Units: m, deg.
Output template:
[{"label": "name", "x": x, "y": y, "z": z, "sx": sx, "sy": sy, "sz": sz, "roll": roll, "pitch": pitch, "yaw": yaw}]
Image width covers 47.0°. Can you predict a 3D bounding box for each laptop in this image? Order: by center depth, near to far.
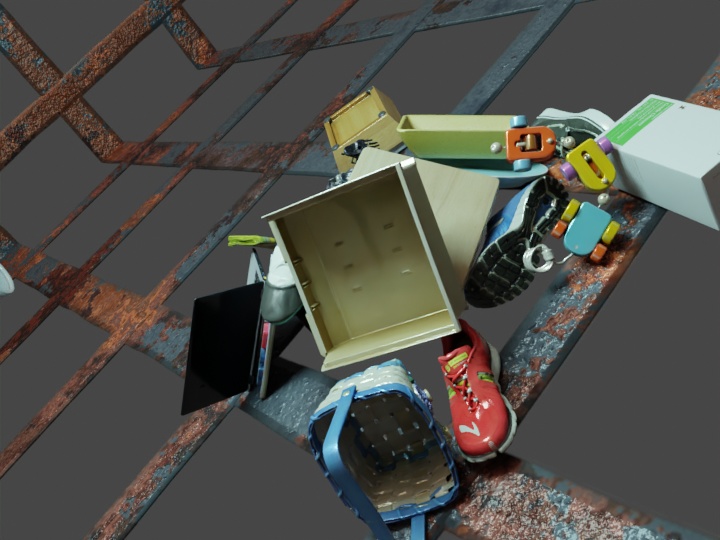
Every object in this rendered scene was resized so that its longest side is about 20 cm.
[{"label": "laptop", "x": -0.211, "y": 0.086, "z": 1.251, "sx": 0.200, "sy": 0.115, "sz": 0.189, "roll": -121, "pitch": 39, "yaw": -61}]

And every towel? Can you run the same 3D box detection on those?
[{"label": "towel", "x": -0.114, "y": -0.037, "z": 1.363, "sx": 0.086, "sy": 0.199, "sz": 0.018, "roll": 3, "pitch": 87, "yaw": 46}]

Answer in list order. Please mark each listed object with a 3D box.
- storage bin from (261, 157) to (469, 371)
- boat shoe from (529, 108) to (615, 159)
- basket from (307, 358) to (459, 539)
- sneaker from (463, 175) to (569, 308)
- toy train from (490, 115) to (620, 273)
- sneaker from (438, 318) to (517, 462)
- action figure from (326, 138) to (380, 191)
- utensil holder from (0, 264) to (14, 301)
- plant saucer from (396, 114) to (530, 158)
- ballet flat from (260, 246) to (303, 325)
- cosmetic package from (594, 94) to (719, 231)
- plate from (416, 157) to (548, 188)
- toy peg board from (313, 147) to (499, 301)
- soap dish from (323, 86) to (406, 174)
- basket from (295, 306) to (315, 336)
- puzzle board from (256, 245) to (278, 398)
[{"label": "storage bin", "x": 0.004, "y": -0.006, "z": 0.993, "sx": 0.197, "sy": 0.202, "sz": 0.094, "roll": -19, "pitch": 8, "yaw": 21}, {"label": "boat shoe", "x": 0.306, "y": -0.189, "z": 1.201, "sx": 0.064, "sy": 0.071, "sz": 0.200, "roll": -41, "pitch": 21, "yaw": -6}, {"label": "basket", "x": 0.023, "y": 0.196, "z": 0.871, "sx": 0.138, "sy": 0.177, "sz": 0.200, "roll": -22, "pitch": 22, "yaw": 20}, {"label": "sneaker", "x": 0.201, "y": -0.033, "z": 1.107, "sx": 0.201, "sy": 0.078, "sz": 0.089, "roll": -53, "pitch": 9, "yaw": -13}, {"label": "toy train", "x": 0.249, "y": -0.099, "z": 1.050, "sx": 0.149, "sy": 0.202, "sz": 0.056, "roll": -8, "pitch": -7, "yaw": 10}, {"label": "sneaker", "x": 0.120, "y": 0.132, "z": 0.943, "sx": 0.077, "sy": 0.085, "sz": 0.201, "roll": -31, "pitch": 30, "yaw": 16}, {"label": "action figure", "x": -0.009, "y": -0.135, "z": 1.444, "sx": 0.200, "sy": 0.101, "sz": 0.120, "roll": 117, "pitch": 153, "yaw": -62}, {"label": "utensil holder", "x": -1.122, "y": 0.063, "z": 2.361, "sx": 0.200, "sy": 0.170, "sz": 0.170, "roll": -41, "pitch": 29, "yaw": 3}, {"label": "plant saucer", "x": 0.160, "y": -0.211, "z": 1.306, "sx": 0.198, "sy": 0.049, "sz": 0.200, "roll": 2, "pitch": 17, "yaw": 6}, {"label": "ballet flat", "x": -0.081, "y": -0.019, "z": 1.106, "sx": 0.067, "sy": 0.069, "sz": 0.201, "roll": 8, "pitch": 46, "yaw": 29}, {"label": "cosmetic package", "x": 0.394, "y": -0.136, "z": 1.008, "sx": 0.107, "sy": 0.085, "sz": 0.200, "roll": -38, "pitch": 28, "yaw": -6}, {"label": "plate", "x": 0.178, "y": -0.147, "z": 1.234, "sx": 0.198, "sy": 0.026, "sz": 0.200, "roll": 1, "pitch": 17, "yaw": 0}, {"label": "toy peg board", "x": 0.066, "y": -0.043, "z": 1.129, "sx": 0.197, "sy": 0.098, "sz": 0.201, "roll": 15, "pitch": 58, "yaw": 15}, {"label": "soap dish", "x": 0.006, "y": -0.274, "z": 1.639, "sx": 0.157, "sy": 0.081, "sz": 0.201, "roll": -33, "pitch": 31, "yaw": 10}, {"label": "basket", "x": 0.000, "y": 0.000, "z": 1.216, "sx": 0.200, "sy": 0.136, "sz": 0.180, "roll": -42, "pitch": 1, "yaw": -18}, {"label": "puzzle board", "x": -0.138, "y": 0.067, "z": 1.250, "sx": 0.017, "sy": 0.201, "sz": 0.151, "roll": 6, "pitch": 32, "yaw": -9}]
